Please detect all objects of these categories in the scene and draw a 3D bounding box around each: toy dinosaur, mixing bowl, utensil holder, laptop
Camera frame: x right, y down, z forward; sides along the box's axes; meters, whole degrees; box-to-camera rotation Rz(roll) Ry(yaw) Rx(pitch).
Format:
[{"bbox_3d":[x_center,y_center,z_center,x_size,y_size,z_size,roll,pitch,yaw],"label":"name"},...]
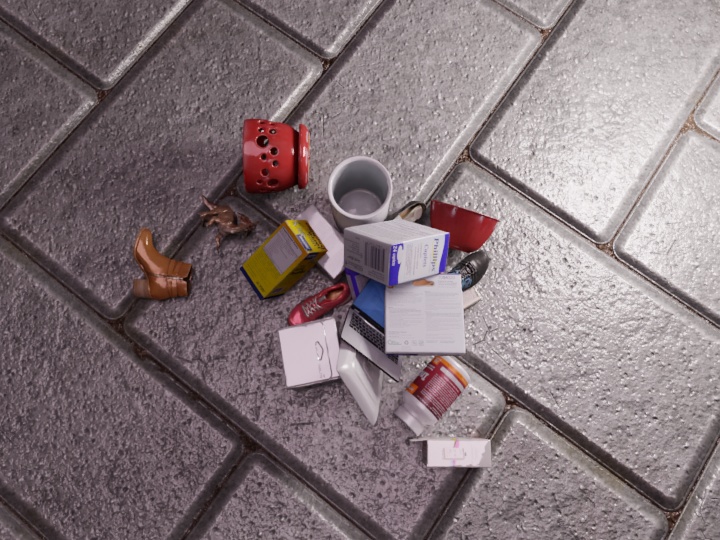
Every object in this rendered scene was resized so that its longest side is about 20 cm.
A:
[{"bbox_3d":[-0.375,-0.144,1.556,0.134,0.086,0.201,-29,61,-17],"label":"toy dinosaur"},{"bbox_3d":[0.268,-0.113,1.503,0.197,0.200,0.110,18,96,4],"label":"mixing bowl"},{"bbox_3d":[-0.003,-0.189,1.502,0.167,0.200,0.173,0,76,-1],"label":"utensil holder"},{"bbox_3d":[0.069,0.131,1.373,0.187,0.201,0.116,38,120,-12],"label":"laptop"}]

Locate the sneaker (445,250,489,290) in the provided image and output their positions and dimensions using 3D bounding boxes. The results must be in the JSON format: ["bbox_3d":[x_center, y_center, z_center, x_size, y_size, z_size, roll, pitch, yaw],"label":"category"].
[{"bbox_3d":[0.265,0.019,1.438,0.200,0.082,0.073,-41,80,-10],"label":"sneaker"}]

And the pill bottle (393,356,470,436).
[{"bbox_3d":[0.181,0.320,1.422,0.113,0.113,0.200,41,79,9],"label":"pill bottle"}]

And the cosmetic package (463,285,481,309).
[{"bbox_3d":[0.215,0.089,1.500,0.198,0.071,0.106,-27,78,-7],"label":"cosmetic package"}]

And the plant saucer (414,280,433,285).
[{"bbox_3d":[0.134,-0.023,1.517,0.197,0.038,0.202,1,54,-1],"label":"plant saucer"}]

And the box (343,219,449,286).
[{"bbox_3d":[0.086,-0.050,1.365,0.198,0.183,0.107,-13,113,-36],"label":"box"}]

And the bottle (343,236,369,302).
[{"bbox_3d":[0.000,0.000,1.472,0.083,0.065,0.202,-29,116,-29],"label":"bottle"}]

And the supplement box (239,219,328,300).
[{"bbox_3d":[-0.203,-0.029,1.467,0.200,0.109,0.109,-42,78,23],"label":"supplement box"}]

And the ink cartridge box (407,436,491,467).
[{"bbox_3d":[0.218,0.456,1.388,0.197,0.117,0.069,1,76,1],"label":"ink cartridge box"}]

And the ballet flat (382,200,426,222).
[{"bbox_3d":[0.114,-0.134,1.523,0.200,0.068,0.068,-46,114,-29],"label":"ballet flat"}]

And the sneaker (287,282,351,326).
[{"bbox_3d":[-0.114,0.086,1.493,0.199,0.087,0.074,-32,77,-7],"label":"sneaker"}]

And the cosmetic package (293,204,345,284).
[{"bbox_3d":[-0.104,-0.073,1.539,0.101,0.071,0.200,-41,80,-10],"label":"cosmetic package"}]

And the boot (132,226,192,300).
[{"bbox_3d":[-0.543,-0.019,1.528,0.152,0.074,0.203,0,88,1],"label":"boot"}]

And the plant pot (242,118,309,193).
[{"bbox_3d":[-0.232,-0.313,1.537,0.179,0.201,0.204,2,76,-6],"label":"plant pot"}]

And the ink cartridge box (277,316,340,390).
[{"bbox_3d":[-0.117,0.217,1.402,0.144,0.200,0.149,-11,76,-3],"label":"ink cartridge box"}]

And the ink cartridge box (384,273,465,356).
[{"bbox_3d":[0.155,0.108,1.357,0.193,0.043,0.203,1,70,-1],"label":"ink cartridge box"}]

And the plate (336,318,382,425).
[{"bbox_3d":[0.009,0.242,1.366,0.032,0.201,0.201,-20,119,19],"label":"plate"}]
